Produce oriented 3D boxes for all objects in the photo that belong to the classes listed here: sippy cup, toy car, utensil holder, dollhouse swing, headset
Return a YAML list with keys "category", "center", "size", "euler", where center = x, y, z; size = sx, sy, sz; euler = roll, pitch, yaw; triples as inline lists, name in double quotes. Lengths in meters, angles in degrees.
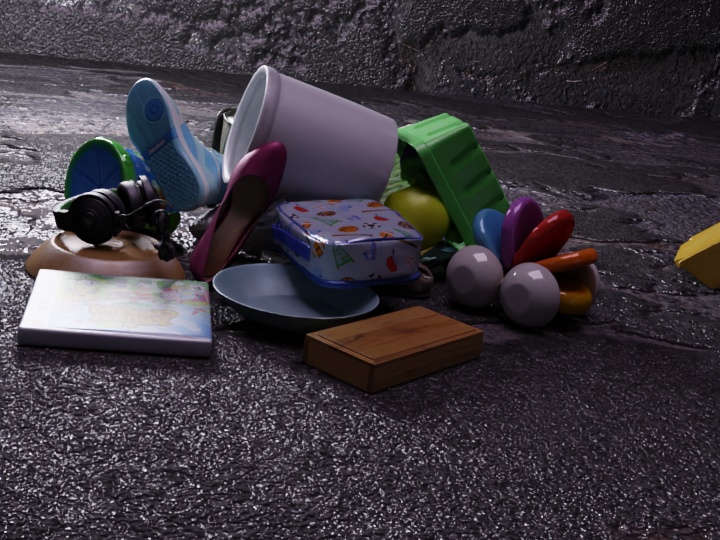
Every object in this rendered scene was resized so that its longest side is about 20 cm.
- category: "sippy cup"
  center: [-0.328, -0.113, 1.566]
  size: [0.139, 0.179, 0.130]
  euler: [-30, -19, 32]
- category: "toy car"
  center: [0.221, -0.020, 1.458]
  size: [0.199, 0.151, 0.175]
  euler: [19, 20, 34]
- category: "utensil holder"
  center: [-0.070, -0.168, 1.522]
  size: [0.199, 0.171, 0.170]
  euler: [19, 12, -19]
- category: "dollhouse swing"
  center: [0.640, 0.004, 1.788]
  size: [0.181, 0.176, 0.200]
  euler: [-31, 1, 24]
- category: "headset"
  center: [-0.302, -0.063, 1.393]
  size: [0.199, 0.094, 0.123]
  euler: [7, 23, 45]

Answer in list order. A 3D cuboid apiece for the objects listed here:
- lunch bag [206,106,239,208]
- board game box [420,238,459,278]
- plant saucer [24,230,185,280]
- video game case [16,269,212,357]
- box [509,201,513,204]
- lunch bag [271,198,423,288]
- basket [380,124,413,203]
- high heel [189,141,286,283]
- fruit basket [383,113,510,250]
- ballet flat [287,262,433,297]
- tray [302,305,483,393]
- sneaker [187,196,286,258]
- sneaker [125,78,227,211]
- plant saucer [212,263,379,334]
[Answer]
- category: "lunch bag"
  center: [-0.175, -0.159, 1.708]
  size: [0.117, 0.165, 0.200]
  euler: [3, 17, -22]
- category: "board game box"
  center: [0.079, -0.026, 1.625]
  size: [0.135, 0.028, 0.200]
  euler: [18, 19, 27]
- category: "plant saucer"
  center: [-0.320, -0.018, 1.393]
  size: [0.199, 0.036, 0.200]
  euler: [8, 17, -2]
- category: "video game case"
  center: [-0.267, 0.044, 1.223]
  size: [0.199, 0.022, 0.182]
  euler: [5, 19, -11]
- category: "box"
  center: [0.187, -0.082, 1.827]
  size: [0.199, 0.050, 0.158]
  euler: [4, 17, -12]
- category: "lunch bag"
  center: [-0.023, -0.036, 1.397]
  size: [0.160, 0.076, 0.200]
  euler: [-7, 20, -25]
- category: "basket"
  center: [0.038, -0.152, 1.759]
  size: [0.199, 0.124, 0.136]
  euler: [-13, 19, -1]
- category: "high heel"
  center: [-0.149, -0.071, 1.399]
  size: [0.067, 0.200, 0.096]
  euler: [28, 11, -21]
- category: "fruit basket"
  center: [0.094, -0.096, 1.560]
  size: [0.215, 0.217, 0.156]
  euler: [2, 17, -19]
- category: "ballet flat"
  center: [0.000, 0.000, 1.468]
  size: [0.199, 0.047, 0.067]
  euler: [7, 16, -3]
- category: "tray"
  center: [0.040, 0.083, 1.228]
  size: [0.098, 0.037, 0.200]
  euler: [20, 21, 37]
- category: "sneaker"
  center: [-0.168, -0.049, 1.531]
  size: [0.200, 0.082, 0.075]
  euler: [2, 31, 48]
- category: "sneaker"
  center: [-0.250, -0.174, 1.558]
  size: [0.079, 0.201, 0.130]
  euler: [-26, -8, 22]
- category: "plant saucer"
  center: [-0.079, 0.039, 1.316]
  size: [0.200, 0.039, 0.201]
  euler: [8, 16, -2]
